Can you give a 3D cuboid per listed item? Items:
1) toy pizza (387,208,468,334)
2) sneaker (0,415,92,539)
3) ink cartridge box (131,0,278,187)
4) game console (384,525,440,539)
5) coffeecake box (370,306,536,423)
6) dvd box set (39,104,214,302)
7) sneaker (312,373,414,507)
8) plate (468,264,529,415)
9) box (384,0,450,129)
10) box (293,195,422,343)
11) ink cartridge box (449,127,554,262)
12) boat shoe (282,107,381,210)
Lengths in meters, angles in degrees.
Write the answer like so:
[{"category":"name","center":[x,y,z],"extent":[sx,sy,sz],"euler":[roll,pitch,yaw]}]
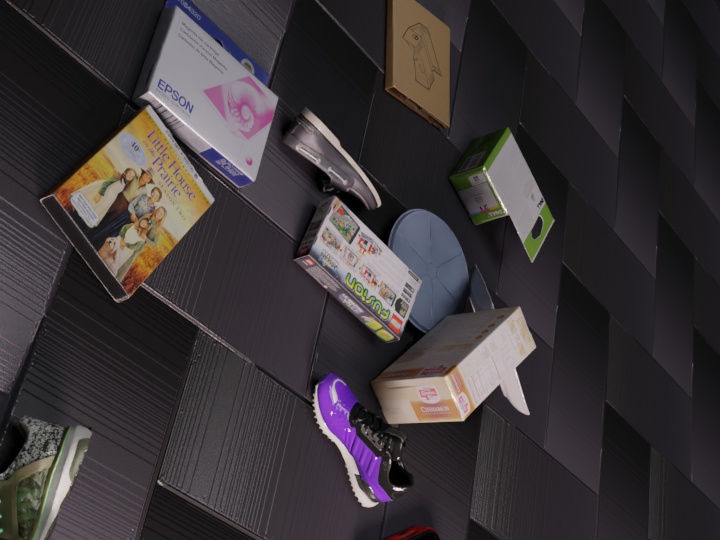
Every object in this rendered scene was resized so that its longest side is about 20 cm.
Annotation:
[{"category":"toy pizza","center":[0.102,0.004,1.694],"extent":[0.198,0.031,0.204],"euler":[18,65,-44]},{"category":"sneaker","center":[-0.336,0.229,1.043],"extent":[0.087,0.077,0.202],"euler":[24,54,-8]},{"category":"ink cartridge box","center":[-0.192,-0.245,1.404],"extent":[0.196,0.043,0.203],"euler":[38,51,-38]},{"category":"game console","center":[0.060,0.459,1.484],"extent":[0.198,0.031,0.180],"euler":[-5,86,-52]},{"category":"coffeecake box","center":[0.136,0.138,1.564],"extent":[0.199,0.152,0.074],"euler":[-36,107,-40]},{"category":"dvd box set","center":[-0.265,-0.082,1.258],"extent":[0.147,0.029,0.201],"euler":[57,40,-21]},{"category":"sneaker","center":[0.014,0.221,1.447],"extent":[0.070,0.098,0.202],"euler":[-45,113,-51]},{"category":"plate","center":[0.215,0.111,1.729],"extent":[0.200,0.032,0.203],"euler":[-94,165,-73]},{"category":"box","center":[0.099,-0.363,1.835],"extent":[0.162,0.021,0.204],"euler":[26,58,-45]},{"category":"box","center":[0.000,0.000,1.540],"extent":[0.200,0.034,0.111],"euler":[44,53,-27]},{"category":"ink cartridge box","center":[0.254,-0.126,1.905],"extent":[0.202,0.075,0.148],"euler":[60,39,-20]},{"category":"boat shoe","center":[-0.042,-0.148,1.564],"extent":[0.063,0.073,0.200],"euler":[-43,127,-3]}]
